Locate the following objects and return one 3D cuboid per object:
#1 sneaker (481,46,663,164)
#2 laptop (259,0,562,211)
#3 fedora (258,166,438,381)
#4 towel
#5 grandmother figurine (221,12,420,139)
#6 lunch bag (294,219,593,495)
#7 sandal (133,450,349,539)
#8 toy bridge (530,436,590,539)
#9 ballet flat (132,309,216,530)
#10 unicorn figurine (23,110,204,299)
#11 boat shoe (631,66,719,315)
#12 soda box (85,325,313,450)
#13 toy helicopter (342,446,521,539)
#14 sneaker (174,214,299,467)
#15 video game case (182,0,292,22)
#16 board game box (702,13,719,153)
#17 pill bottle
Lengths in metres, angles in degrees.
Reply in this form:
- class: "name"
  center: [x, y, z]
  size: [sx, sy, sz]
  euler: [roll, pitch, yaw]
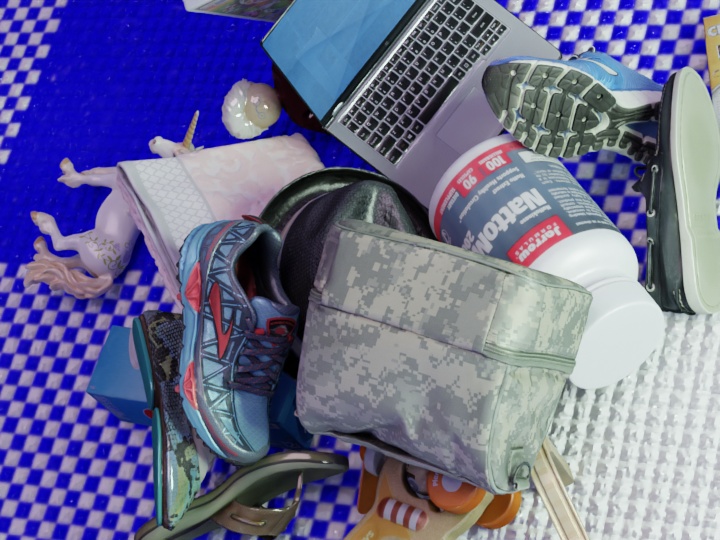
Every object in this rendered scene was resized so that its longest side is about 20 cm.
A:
- class: "sneaker"
  center: [0.178, -0.139, 1.642]
  size: [0.089, 0.199, 0.079]
  euler: [52, 124, 50]
- class: "laptop"
  center: [0.048, -0.188, 1.707]
  size: [0.200, 0.116, 0.187]
  euler: [38, 81, 3]
- class: "fedora"
  center: [0.000, 0.000, 1.635]
  size: [0.200, 0.092, 0.201]
  euler: [5, 73, -15]
- class: "towel"
  center: [-0.095, -0.041, 1.736]
  size: [0.190, 0.032, 0.200]
  euler: [-10, 47, -24]
- class: "grandmother figurine"
  center: [-0.033, -0.175, 1.800]
  size: [0.199, 0.061, 0.122]
  euler: [-24, 89, 0]
- class: "lunch bag"
  center: [0.054, 0.065, 1.494]
  size: [0.199, 0.139, 0.168]
  euler: [17, 91, 30]
- class: "sandal"
  center: [-0.092, 0.199, 1.635]
  size: [0.201, 0.080, 0.058]
  euler: [-29, 69, 19]
- class: "toy bridge"
  center: [0.143, 0.148, 1.543]
  size: [0.027, 0.067, 0.201]
  euler: [-26, 54, 10]
- class: "ballet flat"
  center: [-0.143, 0.116, 1.631]
  size: [0.074, 0.074, 0.201]
  euler: [-20, 58, 15]
- class: "unicorn figurine"
  center: [-0.226, -0.061, 1.860]
  size: [0.137, 0.074, 0.201]
  euler: [17, 84, 23]
- class: "boat shoe"
  center: [0.249, -0.061, 1.600]
  size: [0.066, 0.074, 0.200]
  euler: [-10, 82, 39]
- class: "soda box"
  center: [-0.131, 0.100, 1.712]
  size: [0.199, 0.064, 0.068]
  euler: [7, 65, 29]
- class: "toy helicopter"
  center: [0.020, 0.189, 1.580]
  size: [0.200, 0.079, 0.132]
  euler: [-45, 57, 10]
- class: "sneaker"
  center: [-0.093, 0.053, 1.581]
  size: [0.095, 0.079, 0.201]
  euler: [-15, 78, 40]
- class: "video game case"
  center: [-0.042, -0.252, 1.759]
  size: [0.143, 0.200, 0.018]
  euler: [-20, 81, 32]
- class: "board game box"
  center: [0.385, -0.168, 1.631]
  size: [0.199, 0.035, 0.136]
  euler: [-12, 57, 20]
- class: "pill bottle"
  center: [0.151, -0.006, 1.598]
  size: [0.119, 0.120, 0.200]
  euler: [-38, 52, 2]
